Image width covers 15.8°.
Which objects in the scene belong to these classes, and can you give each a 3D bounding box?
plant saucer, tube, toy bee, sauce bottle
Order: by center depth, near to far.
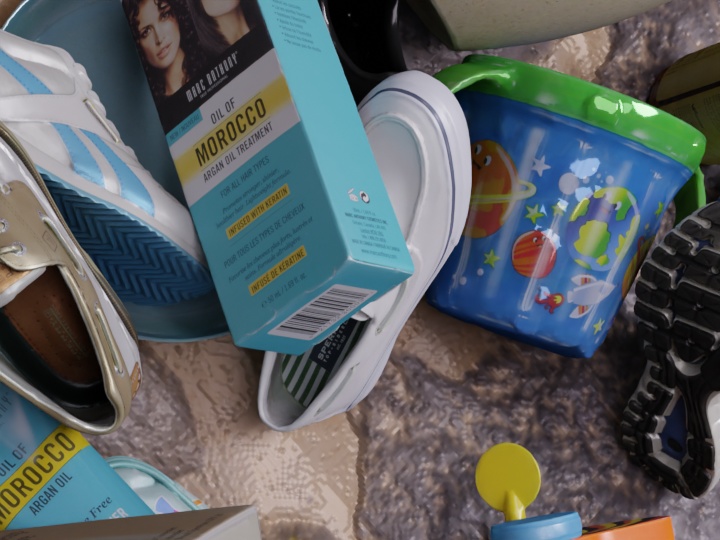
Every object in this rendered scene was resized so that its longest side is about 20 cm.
[{"bbox_3d":[-0.122,0.129,1.204,0.200,0.050,0.077,42,67,6],"label":"tube"},{"bbox_3d":[-0.103,-0.061,1.309,0.199,0.027,0.202,5,78,-22],"label":"plant saucer"},{"bbox_3d":[0.068,0.153,1.330,0.199,0.108,0.132,22,66,-42],"label":"toy bee"},{"bbox_3d":[0.220,-0.097,1.350,0.066,0.200,0.067,2,85,-21],"label":"sauce bottle"}]

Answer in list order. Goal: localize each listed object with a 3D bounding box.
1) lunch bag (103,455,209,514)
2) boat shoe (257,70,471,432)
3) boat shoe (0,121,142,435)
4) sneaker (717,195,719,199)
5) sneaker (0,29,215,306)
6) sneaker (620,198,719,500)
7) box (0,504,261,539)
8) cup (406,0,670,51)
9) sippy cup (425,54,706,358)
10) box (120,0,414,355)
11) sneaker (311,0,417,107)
[{"bbox_3d":[-0.099,0.203,1.258,0.200,0.077,0.161,42,71,-6],"label":"lunch bag"},{"bbox_3d":[0.000,0.000,1.265,0.073,0.201,0.067,27,35,18],"label":"boat shoe"},{"bbox_3d":[-0.164,-0.007,1.162,0.075,0.068,0.200,-38,118,8],"label":"boat shoe"},{"bbox_3d":[0.279,-0.046,1.430,0.199,0.090,0.079,-35,67,-1],"label":"sneaker"},{"bbox_3d":[-0.143,-0.057,1.236,0.200,0.076,0.081,36,50,-21],"label":"sneaker"},{"bbox_3d":[0.191,0.026,1.351,0.078,0.201,0.089,33,52,20],"label":"sneaker"},{"bbox_3d":[-0.145,0.158,1.140,0.199,0.095,0.078,-7,94,15],"label":"box"},{"bbox_3d":[0.076,-0.195,1.326,0.143,0.200,0.201,-36,97,-3],"label":"cup"},{"bbox_3d":[0.096,-0.028,1.340,0.177,0.140,0.131,19,89,0],"label":"sippy cup"},{"bbox_3d":[-0.047,-0.067,1.236,0.049,0.082,0.201,11,51,-49],"label":"box"},{"bbox_3d":[-0.021,-0.159,1.309,0.071,0.080,0.201,-9,72,-42],"label":"sneaker"}]
